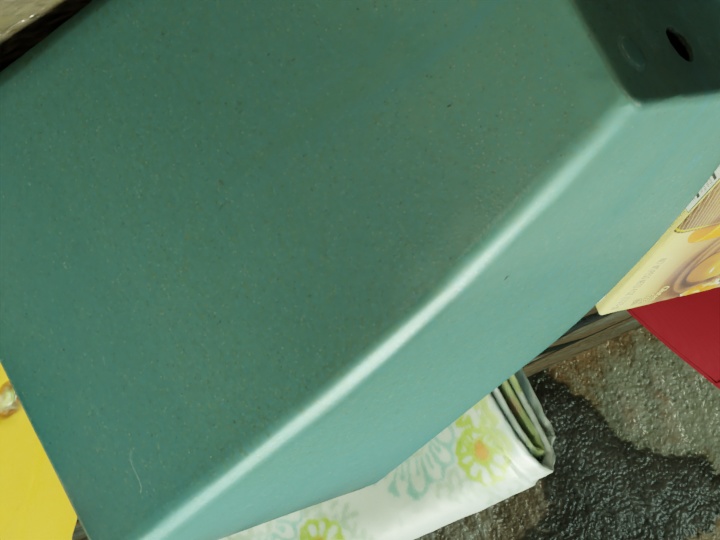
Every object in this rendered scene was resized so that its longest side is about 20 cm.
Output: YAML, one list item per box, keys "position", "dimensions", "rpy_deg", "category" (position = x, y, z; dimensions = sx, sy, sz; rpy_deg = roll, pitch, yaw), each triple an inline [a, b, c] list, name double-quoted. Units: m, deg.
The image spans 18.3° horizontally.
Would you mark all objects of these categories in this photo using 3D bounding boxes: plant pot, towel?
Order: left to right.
- position: [-0.036, 0.039, 0.886]
  dimensions: [0.199, 0.172, 0.048]
  rpy_deg: [-27, 178, 28]
  category: "towel"
- position: [0.003, -0.032, 0.637]
  dimensions: [0.200, 0.142, 0.141]
  rpy_deg: [-35, 167, 33]
  category: "plant pot"

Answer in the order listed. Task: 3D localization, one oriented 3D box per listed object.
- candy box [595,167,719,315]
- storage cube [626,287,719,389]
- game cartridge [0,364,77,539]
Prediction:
- position: [0.182, -0.057, 0.987]
  dimensions: [0.115, 0.056, 0.200]
  rpy_deg: [-13, 157, -28]
  category: "candy box"
- position: [0.288, -0.009, 1.292]
  dimensions: [0.171, 0.200, 0.180]
  rpy_deg: [-52, -178, -18]
  category: "storage cube"
- position: [-0.154, 0.044, 0.708]
  dimensions: [0.199, 0.032, 0.177]
  rpy_deg: [-12, 124, -51]
  category: "game cartridge"
